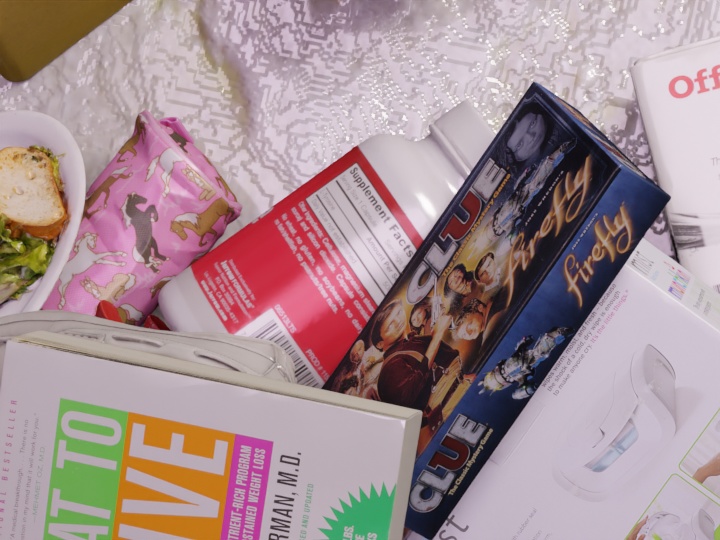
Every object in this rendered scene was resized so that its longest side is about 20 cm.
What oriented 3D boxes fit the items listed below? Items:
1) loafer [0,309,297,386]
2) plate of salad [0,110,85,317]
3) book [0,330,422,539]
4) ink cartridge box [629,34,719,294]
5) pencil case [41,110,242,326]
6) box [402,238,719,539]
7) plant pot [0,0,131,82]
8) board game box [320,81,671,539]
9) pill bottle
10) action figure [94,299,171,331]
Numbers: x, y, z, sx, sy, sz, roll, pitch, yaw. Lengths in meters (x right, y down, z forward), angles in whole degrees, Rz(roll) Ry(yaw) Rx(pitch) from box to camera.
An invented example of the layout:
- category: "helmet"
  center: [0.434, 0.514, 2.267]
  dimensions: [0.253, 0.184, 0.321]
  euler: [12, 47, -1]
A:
- category: "loafer"
  center: [-0.131, 0.059, 1.235]
  dimensions: [0.198, 0.070, 0.071]
  euler: [-1, 101, 6]
- category: "plate of salad"
  center: [-0.234, -0.009, 1.341]
  dimensions: [0.199, 0.048, 0.201]
  euler: [-22, 47, 26]
- category: "book"
  center: [-0.078, 0.114, 1.165]
  dimensions: [0.198, 0.048, 0.135]
  euler: [10, 96, 15]
- category: "ink cartridge box"
  center: [0.237, -0.028, 1.301]
  dimensions: [0.145, 0.084, 0.202]
  euler: [-14, 82, 8]
- category: "pencil case"
  center: [-0.153, 0.006, 1.357]
  dimensions: [0.200, 0.083, 0.087]
  euler: [-46, 77, 2]
- category: "box"
  center: [0.140, 0.112, 1.224]
  dimensions: [0.176, 0.097, 0.201]
  euler: [35, 104, 5]
- category: "plant pot"
  center: [-0.190, -0.253, 1.344]
  dimensions: [0.199, 0.176, 0.201]
  euler: [-36, 80, 4]
- category: "board game box"
  center: [0.060, 0.016, 1.204]
  dimensions: [0.034, 0.136, 0.201]
  euler: [30, 100, -23]
- category: "pill bottle"
  center: [0.000, 0.000, 1.319]
  dimensions: [0.199, 0.112, 0.113]
  euler: [-35, 80, 1]
- category: "action figure"
  center: [-0.160, 0.125, 1.313]
  dimensions: [0.200, 0.065, 0.099]
  euler: [-52, 48, 18]
